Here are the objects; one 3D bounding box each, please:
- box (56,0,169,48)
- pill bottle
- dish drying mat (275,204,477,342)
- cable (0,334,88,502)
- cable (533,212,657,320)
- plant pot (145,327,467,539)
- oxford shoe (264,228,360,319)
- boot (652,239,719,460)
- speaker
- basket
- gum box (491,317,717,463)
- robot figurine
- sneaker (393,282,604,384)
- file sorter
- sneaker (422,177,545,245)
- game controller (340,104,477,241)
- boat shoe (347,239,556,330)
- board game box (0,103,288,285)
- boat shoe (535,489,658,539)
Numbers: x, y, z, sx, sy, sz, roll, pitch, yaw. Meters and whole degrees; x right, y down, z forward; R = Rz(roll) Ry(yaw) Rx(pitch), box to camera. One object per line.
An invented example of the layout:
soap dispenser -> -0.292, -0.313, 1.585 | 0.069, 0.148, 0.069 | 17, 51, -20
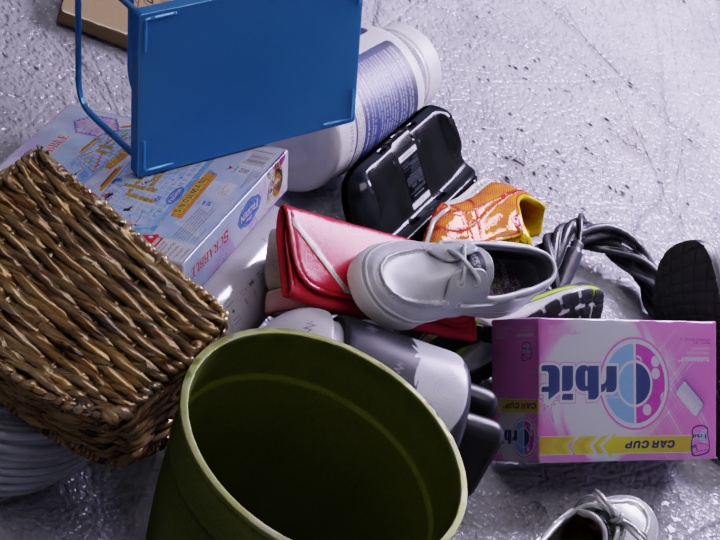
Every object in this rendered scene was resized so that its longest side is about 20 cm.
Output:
box -> -0.171, -0.242, 2.034 | 0.199, 0.021, 0.164 | 21, 37, -14
pill bottle -> -0.013, -0.151, 1.962 | 0.111, 0.111, 0.200 | 40, 38, 13
dish drying mat -> 0.016, 0.004, 1.712 | 0.199, 0.018, 0.077 | 14, 58, -41
cable -> -0.267, 0.069, 1.564 | 0.200, 0.069, 0.200 | 46, 39, 20
cable -> 0.216, 0.031, 1.966 | 0.163, 0.051, 0.201 | 3, 49, -25
plant pot -> -0.059, 0.177, 1.475 | 0.200, 0.193, 0.201 | 19, 37, -15
oxford shoe -> 0.000, 0.000, 1.755 | 0.200, 0.071, 0.074 | 4, 78, -54
boot -> 0.324, 0.057, 1.930 | 0.130, 0.068, 0.201 | -25, 104, -48
speaker -> -0.112, 0.024, 1.715 | 0.081, 0.081, 0.200 | 33, 37, 4
basket -> -0.200, 0.045, 1.530 | 0.200, 0.149, 0.143 | 40, 69, 13
gum box -> 0.203, 0.097, 1.807 | 0.199, 0.066, 0.114 | 2, 87, -33
robot figurine -> 0.004, 0.105, 1.667 | 0.199, 0.150, 0.125 | 19, 80, -16
sneaker -> 0.116, 0.040, 1.846 | 0.199, 0.074, 0.081 | -10, 32, -31
file sorter -> -0.115, -0.183, 1.763 | 0.199, 0.139, 0.123 | -16, 39, -28
sneaker -> 0.104, -0.027, 1.917 | 0.077, 0.073, 0.200 | 19, 34, 20
game controller -> 0.042, -0.068, 1.925 | 0.200, 0.042, 0.105 | -43, 113, -53
boat shoe -> 0.075, 0.006, 1.707 | 0.200, 0.068, 0.072 | 8, 62, -45
board game box -> -0.185, -0.054, 1.726 | 0.199, 0.041, 0.200 | 13, 32, 18
boat shoe -> 0.177, 0.205, 1.694 | 0.075, 0.086, 0.202 | 46, 39, 20
